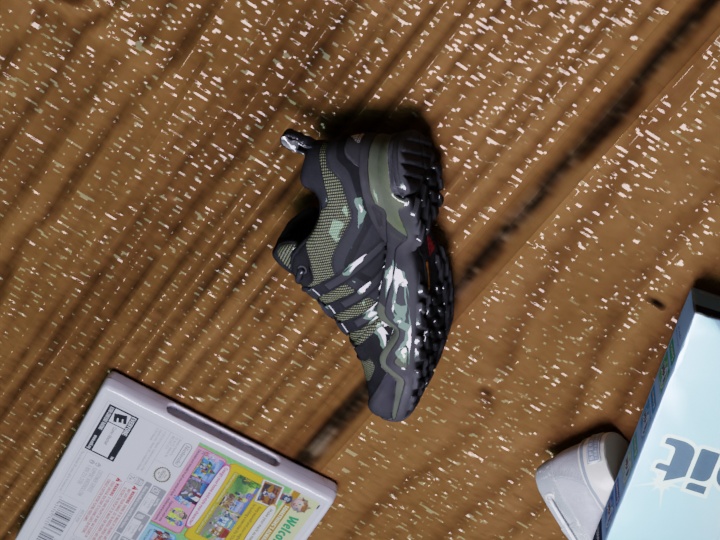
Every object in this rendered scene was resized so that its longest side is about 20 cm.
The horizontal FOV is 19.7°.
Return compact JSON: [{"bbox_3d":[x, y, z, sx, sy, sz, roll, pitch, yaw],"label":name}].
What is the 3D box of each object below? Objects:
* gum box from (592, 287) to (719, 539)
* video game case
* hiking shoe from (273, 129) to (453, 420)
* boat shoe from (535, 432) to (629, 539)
[{"bbox_3d":[0.253,0.129,1.297,0.169,0.045,0.201,17,113,-2],"label":"gum box"},{"bbox_3d":[-0.137,0.178,1.499,0.181,0.022,0.200,28,129,-8],"label":"video game case"},{"bbox_3d":[0.000,0.000,1.282,0.100,0.076,0.201,9,122,19],"label":"hiking shoe"},{"bbox_3d":[0.184,0.196,1.398,0.071,0.070,0.201,-21,114,29],"label":"boat shoe"}]
